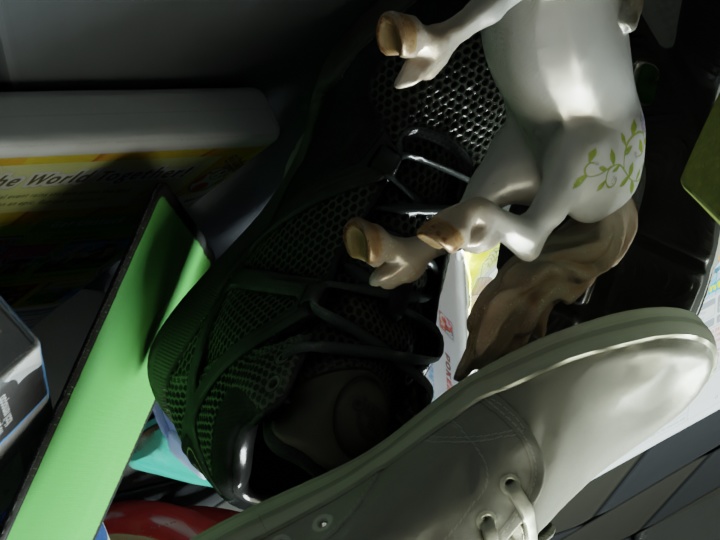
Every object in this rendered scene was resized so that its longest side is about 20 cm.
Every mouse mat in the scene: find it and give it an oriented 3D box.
[{"bbox_3d":[-0.089,0.056,0.832,0.200,0.008,0.162,85,29,-84],"label":"mouse mat"}]

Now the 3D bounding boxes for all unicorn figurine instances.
[{"bbox_3d":[0.057,-0.074,0.731,0.137,0.074,0.201,-24,139,-30],"label":"unicorn figurine"}]

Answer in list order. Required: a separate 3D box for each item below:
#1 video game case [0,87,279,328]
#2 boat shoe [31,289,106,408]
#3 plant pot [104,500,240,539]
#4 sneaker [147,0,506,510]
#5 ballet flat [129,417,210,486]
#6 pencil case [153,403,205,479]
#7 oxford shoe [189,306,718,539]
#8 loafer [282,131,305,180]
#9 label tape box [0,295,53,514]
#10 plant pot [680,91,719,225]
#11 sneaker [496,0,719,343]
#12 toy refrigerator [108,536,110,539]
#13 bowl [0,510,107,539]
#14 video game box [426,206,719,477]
[{"bbox_3d":[-0.147,-0.002,0.776,0.182,0.023,0.200,-35,164,32],"label":"video game case"},{"bbox_3d":[-0.165,0.073,0.943,0.200,0.072,0.069,-36,165,-3],"label":"boat shoe"},{"bbox_3d":[-0.104,0.222,1.350,0.200,0.201,0.182,-29,159,10],"label":"plant pot"},{"bbox_3d":[0.009,-0.001,0.792,0.076,0.114,0.200,26,109,-32],"label":"sneaker"},{"bbox_3d":[-0.018,0.081,1.237,0.199,0.071,0.067,-18,165,-32],"label":"ballet flat"},{"bbox_3d":[0.000,0.036,1.070,0.200,0.083,0.091,-9,143,-52],"label":"pencil case"},{"bbox_3d":[0.027,0.078,0.752,0.199,0.058,0.075,-30,144,-8],"label":"oxford shoe"},{"bbox_3d":[0.000,0.000,0.897,0.072,0.063,0.200,-5,144,-37],"label":"loafer"},{"bbox_3d":[-0.180,0.087,0.729,0.200,0.066,0.143,-46,172,-16],"label":"label tape box"},{"bbox_3d":[0.195,-0.065,0.727,0.200,0.187,0.187,-45,164,7],"label":"plant pot"},{"bbox_3d":[0.115,-0.047,0.834,0.115,0.075,0.201,-17,125,-54],"label":"sneaker"},{"bbox_3d":[-0.177,0.169,1.118,0.070,0.076,0.200,-19,-172,22],"label":"toy refrigerator"},{"bbox_3d":[-0.191,0.131,0.984,0.200,0.040,0.201,-23,-169,5],"label":"bowl"},{"bbox_3d":[0.113,0.000,1.034,0.199,0.047,0.183,-26,140,-22],"label":"video game box"}]
